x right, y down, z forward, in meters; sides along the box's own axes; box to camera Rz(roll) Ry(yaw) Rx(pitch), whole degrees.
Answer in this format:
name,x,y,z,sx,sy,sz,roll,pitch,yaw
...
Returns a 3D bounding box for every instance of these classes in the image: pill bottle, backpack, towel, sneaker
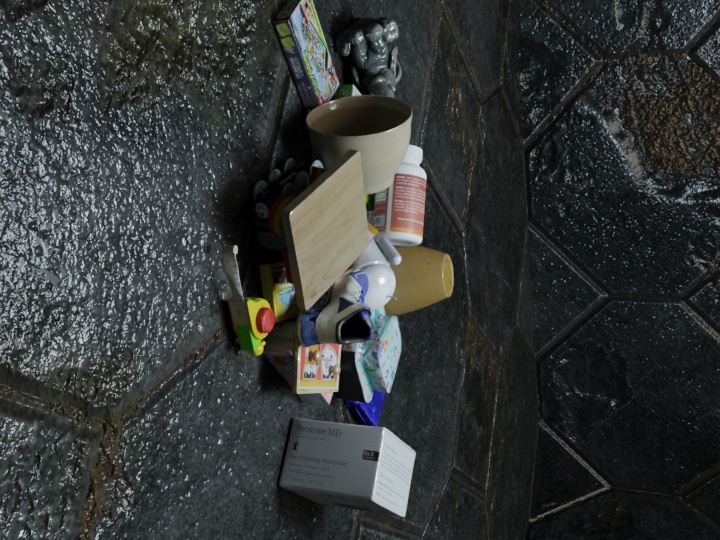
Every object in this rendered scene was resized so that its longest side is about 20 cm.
name,x,y,z,sx,sy,sz,roll,pitch,yaw
pill bottle,0.085,-0.160,1.690,0.112,0.110,0.205,18,76,-65
backpack,0.006,0.150,1.639,0.179,0.147,0.203,75,20,-48
towel,0.029,0.246,1.808,0.149,0.049,0.203,62,37,-50
sneaker,-0.015,0.078,1.391,0.200,0.113,0.082,-47,136,-50

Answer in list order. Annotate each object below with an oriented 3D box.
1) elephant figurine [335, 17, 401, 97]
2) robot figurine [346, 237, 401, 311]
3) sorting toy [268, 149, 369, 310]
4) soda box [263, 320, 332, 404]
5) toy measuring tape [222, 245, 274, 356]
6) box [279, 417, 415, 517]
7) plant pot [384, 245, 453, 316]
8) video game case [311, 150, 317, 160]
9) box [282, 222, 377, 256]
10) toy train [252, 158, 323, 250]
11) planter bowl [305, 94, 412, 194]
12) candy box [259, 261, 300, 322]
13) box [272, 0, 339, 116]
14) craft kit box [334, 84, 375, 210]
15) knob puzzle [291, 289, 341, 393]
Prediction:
name,x,y,z,sx,sy,sz,roll,pitch,yaw
elephant figurine,0.030,-0.421,1.673,0.155,0.140,0.203,-44,125,-38
robot figurine,0.000,0.000,1.579,0.113,0.168,0.202,49,10,-53
sorting toy,-0.073,-0.076,1.337,0.200,0.069,0.202,-46,143,-38
soda box,-0.108,0.174,1.469,0.201,0.062,0.069,62,37,-50
toy measuring tape,-0.182,0.044,1.283,0.074,0.072,0.204,-47,134,-56
box,-0.020,0.379,1.516,0.200,0.195,0.133,49,47,-56
plant pot,0.103,0.018,1.763,0.186,0.196,0.191,-2,90,-68
video game case,-0.053,-0.173,1.630,0.199,0.018,0.147,17,76,-66
box,-0.062,-0.056,1.480,0.042,0.119,0.200,-52,177,42
toy train,-0.122,-0.122,1.395,0.200,0.084,0.116,-49,140,-52
planter bowl,0.001,-0.227,1.474,0.201,0.196,0.137,-56,148,-51
candy box,-0.122,0.032,1.459,0.199,0.026,0.105,-14,98,-66
box,-0.099,-0.406,1.487,0.202,0.034,0.111,69,32,-42
craft kit box,-0.009,-0.252,1.655,0.200,0.048,0.202,35,62,-63
knob puzzle,-0.067,0.122,1.447,0.219,0.030,0.225,0,90,-67
